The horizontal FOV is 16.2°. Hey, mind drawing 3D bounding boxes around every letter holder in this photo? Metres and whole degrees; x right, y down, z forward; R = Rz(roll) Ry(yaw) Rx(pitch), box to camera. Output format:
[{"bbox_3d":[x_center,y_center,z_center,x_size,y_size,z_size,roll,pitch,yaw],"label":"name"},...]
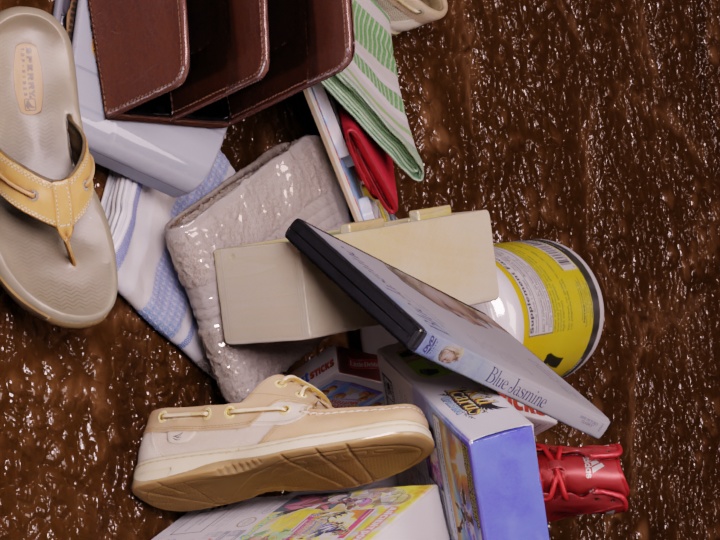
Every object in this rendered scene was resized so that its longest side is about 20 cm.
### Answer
[{"bbox_3d":[-0.091,-0.205,1.566,0.100,0.142,0.201,2,74,-44],"label":"letter holder"}]

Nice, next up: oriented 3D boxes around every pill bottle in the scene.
[{"bbox_3d":[0.090,0.038,1.891,0.200,0.114,0.115,-8,88,-58],"label":"pill bottle"}]

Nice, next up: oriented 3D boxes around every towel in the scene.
[{"bbox_3d":[-0.013,-0.168,1.775,0.153,0.023,0.200,46,18,-32],"label":"towel"},{"bbox_3d":[-0.104,-0.014,1.685,0.200,0.024,0.147,46,46,-42],"label":"towel"},{"bbox_3d":[-0.055,-0.006,1.706,0.200,0.034,0.133,-41,116,-54],"label":"towel"}]

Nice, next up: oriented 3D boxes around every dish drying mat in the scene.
[{"bbox_3d":[0.000,-0.119,1.809,0.200,0.018,0.077,-95,160,-57],"label":"dish drying mat"}]

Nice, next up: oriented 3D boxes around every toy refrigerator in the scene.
[{"bbox_3d":[0.000,0.000,1.674,0.200,0.076,0.070,-10,93,-49],"label":"toy refrigerator"}]

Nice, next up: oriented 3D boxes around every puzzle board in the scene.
[{"bbox_3d":[-0.011,-0.095,1.798,0.151,0.017,0.200,-92,161,-71],"label":"puzzle board"}]

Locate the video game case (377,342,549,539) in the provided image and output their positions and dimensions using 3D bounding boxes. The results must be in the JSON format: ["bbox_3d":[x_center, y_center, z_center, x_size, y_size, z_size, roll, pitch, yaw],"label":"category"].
[{"bbox_3d":[0.072,0.162,1.595,0.181,0.045,0.201,-136,-146,-66],"label":"video game case"}]

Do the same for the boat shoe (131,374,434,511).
[{"bbox_3d":[-0.051,0.098,1.575,0.074,0.199,0.069,49,36,-57],"label":"boat shoe"}]

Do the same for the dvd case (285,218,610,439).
[{"bbox_3d":[0.056,0.037,1.581,0.200,0.143,0.018,26,102,-45],"label":"dvd case"}]

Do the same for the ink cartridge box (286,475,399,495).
[{"bbox_3d":[0.027,0.233,1.762,0.146,0.084,0.201,-23,100,-58],"label":"ink cartridge box"}]

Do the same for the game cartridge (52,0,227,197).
[{"bbox_3d":[-0.136,-0.155,1.632,0.133,0.041,0.200,21,61,-33],"label":"game cartridge"}]

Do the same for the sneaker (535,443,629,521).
[{"bbox_3d":[0.116,0.131,1.748,0.200,0.115,0.079,16,65,-59],"label":"sneaker"}]

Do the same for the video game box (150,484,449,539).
[{"bbox_3d":[-0.069,0.190,1.533,0.200,0.182,0.047,-34,110,-55],"label":"video game box"}]

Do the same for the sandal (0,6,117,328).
[{"bbox_3d":[-0.188,-0.065,1.508,0.080,0.054,0.201,-5,81,-23],"label":"sandal"}]

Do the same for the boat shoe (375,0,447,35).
[{"bbox_3d":[-0.002,-0.256,1.873,0.200,0.065,0.072,55,40,-35],"label":"boat shoe"}]

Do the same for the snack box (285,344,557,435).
[{"bbox_3d":[0.041,0.094,1.779,0.200,0.072,0.024,15,58,-36],"label":"snack box"}]
